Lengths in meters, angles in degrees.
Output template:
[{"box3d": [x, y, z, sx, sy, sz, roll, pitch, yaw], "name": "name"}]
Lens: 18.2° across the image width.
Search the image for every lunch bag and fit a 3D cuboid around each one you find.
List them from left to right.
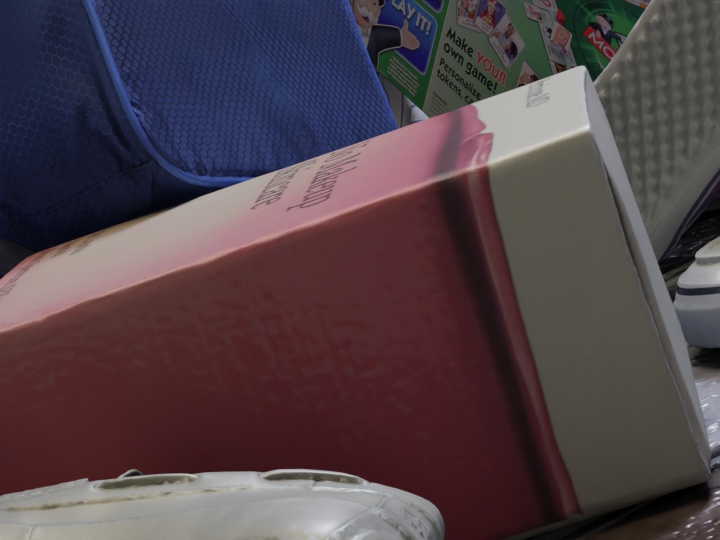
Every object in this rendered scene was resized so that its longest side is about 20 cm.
[{"box3d": [-0.088, -0.062, 0.831, 0.132, 0.136, 0.200, -27, -15, 29], "name": "lunch bag"}]

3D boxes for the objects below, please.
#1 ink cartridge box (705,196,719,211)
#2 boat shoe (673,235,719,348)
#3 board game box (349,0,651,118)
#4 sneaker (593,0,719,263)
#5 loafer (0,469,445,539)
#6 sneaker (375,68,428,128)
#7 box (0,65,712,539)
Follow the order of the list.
[{"box3d": [0.173, -0.124, 0.992, 0.083, 0.146, 0.200, -12, 15, 34], "name": "ink cartridge box"}, {"box3d": [0.180, -0.039, 0.773, 0.200, 0.067, 0.073, -26, 12, -28], "name": "boat shoe"}, {"box3d": [0.060, -0.113, 0.926, 0.029, 0.135, 0.200, -14, 43, -34], "name": "board game box"}, {"box3d": [0.117, -0.043, 0.826, 0.200, 0.073, 0.114, -43, -15, 35], "name": "sneaker"}, {"box3d": [-0.071, 0.090, 0.603, 0.199, 0.070, 0.070, -5, 21, 25], "name": "loafer"}, {"box3d": [0.003, -0.070, 1.020, 0.074, 0.087, 0.200, -20, 35, 29], "name": "sneaker"}, {"box3d": [-0.007, 0.026, 0.681, 0.199, 0.109, 0.128, -19, 11, 8], "name": "box"}]
